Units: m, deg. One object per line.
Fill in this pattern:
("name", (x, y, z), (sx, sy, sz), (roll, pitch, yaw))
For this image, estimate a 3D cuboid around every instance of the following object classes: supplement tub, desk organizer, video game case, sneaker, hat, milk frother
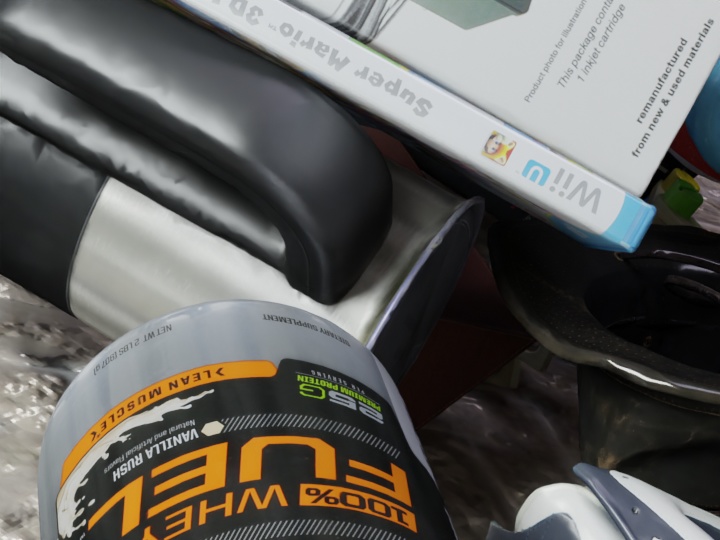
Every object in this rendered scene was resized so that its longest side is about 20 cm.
("supplement tub", (-0.026, 0.105, 0.511), (0.122, 0.123, 0.200), (12, 25, -19))
("desk organizer", (0.000, 0.000, 0.825), (0.077, 0.072, 0.200), (12, 25, -25))
("video game case", (0.001, -0.062, 0.626), (0.200, 0.018, 0.143), (29, 1, 0))
("sneaker", (0.098, 0.127, 0.621), (0.129, 0.080, 0.199), (22, 23, 5))
("hat", (0.131, 0.046, 0.729), (0.200, 0.081, 0.201), (15, 21, -6))
("milk frother", (-0.088, 0.011, 0.637), (0.188, 0.200, 0.181), (30, -3, 11))

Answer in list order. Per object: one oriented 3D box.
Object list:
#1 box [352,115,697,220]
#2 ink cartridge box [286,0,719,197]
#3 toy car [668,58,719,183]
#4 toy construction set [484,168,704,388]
("box", (0.083, -0.108, 0.964), (0.200, 0.122, 0.106), (30, 30, -37))
("ink cartridge box", (0.017, -0.114, 0.665), (0.200, 0.084, 0.146), (29, 2, -12))
("toy car", (0.235, -0.048, 0.849), (0.176, 0.200, 0.184), (-20, 19, 9))
("toy construction set", (0.135, 0.014, 0.878), (0.200, 0.092, 0.131), (-14, 56, -46))
